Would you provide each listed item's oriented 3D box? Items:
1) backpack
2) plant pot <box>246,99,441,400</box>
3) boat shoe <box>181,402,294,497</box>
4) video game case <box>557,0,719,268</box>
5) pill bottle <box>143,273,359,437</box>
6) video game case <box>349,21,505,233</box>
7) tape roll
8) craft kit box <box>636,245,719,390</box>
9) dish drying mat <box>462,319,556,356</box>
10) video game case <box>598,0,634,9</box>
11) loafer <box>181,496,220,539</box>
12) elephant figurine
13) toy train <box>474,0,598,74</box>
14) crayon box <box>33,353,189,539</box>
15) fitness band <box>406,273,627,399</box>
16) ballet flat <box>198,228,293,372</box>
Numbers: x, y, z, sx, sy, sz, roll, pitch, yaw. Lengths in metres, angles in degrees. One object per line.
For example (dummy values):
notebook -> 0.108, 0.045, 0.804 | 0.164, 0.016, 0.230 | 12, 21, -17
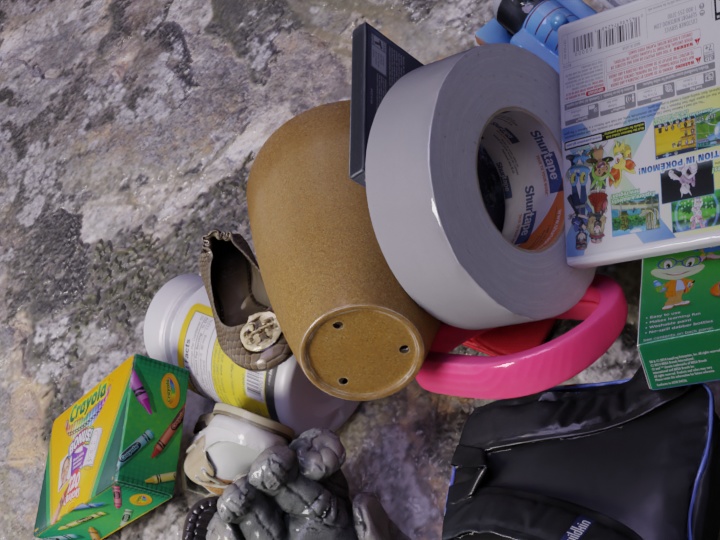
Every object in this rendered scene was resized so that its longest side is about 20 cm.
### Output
backpack -> 0.159, 0.167, 0.897 | 0.189, 0.155, 0.201 | 2, 50, 28
plant pot -> 0.000, 0.000, 0.994 | 0.185, 0.187, 0.201 | -26, 35, 17
boat shoe -> -0.109, 0.160, 1.088 | 0.200, 0.074, 0.069 | 141, 152, -70
video game case -> 0.222, -0.105, 0.874 | 0.199, 0.022, 0.185 | -11, 76, 45
pill bottle -> -0.098, 0.071, 1.154 | 0.199, 0.114, 0.115 | 17, 72, 39
video game case -> 0.068, -0.087, 0.990 | 0.019, 0.199, 0.144 | -28, 47, 36
tape roll -> 0.096, -0.060, 0.931 | 0.066, 0.200, 0.202 | -13, 54, 47
craft kit box -> 0.293, -0.011, 0.870 | 0.198, 0.049, 0.198 | -12, 29, 22
dish drying mat -> 0.159, -0.014, 1.097 | 0.076, 0.018, 0.201 | 21, 75, 36
video game case -> 0.276, -0.162, 0.995 | 0.022, 0.199, 0.182 | -54, 45, 20
loafer -> -0.126, 0.296, 1.074 | 0.072, 0.071, 0.202 | 10, 74, 0
elephant figurine -> -0.018, 0.237, 0.996 | 0.200, 0.155, 0.142 | 45, 128, 18
toy train -> 0.176, -0.161, 1.024 | 0.086, 0.115, 0.200 | -38, 60, -9
crayon box -> -0.229, 0.169, 1.161 | 0.200, 0.058, 0.120 | -36, 42, 48
fitness band -> 0.120, 0.048, 0.982 | 0.143, 0.038, 0.199 | -31, 14, -29
ballet flat -> -0.102, 0.018, 1.088 | 0.067, 0.047, 0.200 | -22, 35, -5
